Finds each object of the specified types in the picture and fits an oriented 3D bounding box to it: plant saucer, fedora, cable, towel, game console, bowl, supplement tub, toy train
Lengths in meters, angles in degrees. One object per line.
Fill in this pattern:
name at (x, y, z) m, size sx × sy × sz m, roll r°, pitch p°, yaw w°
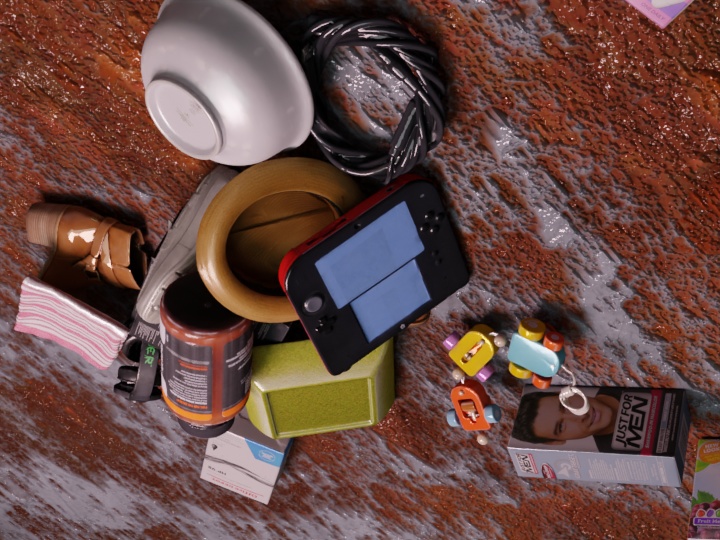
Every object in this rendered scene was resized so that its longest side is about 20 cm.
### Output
plant saucer at (-0.052, 0.155, 1.421) m, size 0.199 × 0.048 × 0.200 m, roll -7°, pitch 147°, yaw -2°
fedora at (-0.089, -0.040, 1.219) m, size 0.201 × 0.200 × 0.082 m, roll 53°, pitch 173°, yaw -30°
cable at (0.010, -0.172, 1.131) m, size 0.162 × 0.051 × 0.201 m, roll -1°, pitch 132°, yaw 19°
towel at (-0.382, 0.074, 1.468) m, size 0.146 × 0.030 × 0.200 m, roll 28°, pitch 156°, yaw -9°
game console at (0.019, 0.005, 1.222) m, size 0.031 × 0.200 × 0.177 m, roll 43°, pitch 163°, yaw 52°
bowl at (-0.152, -0.176, 1.126) m, size 0.201 × 0.090 × 0.202 m, roll 28°, pitch 147°, yaw 20°
supplement tub at (-0.177, 0.104, 1.286) m, size 0.106 × 0.107 × 0.201 m, roll 16°, pitch 132°, yaw 9°
toy train at (0.180, 0.124, 1.335) m, size 0.199 × 0.056 × 0.151 m, roll -16°, pitch 105°, yaw 40°

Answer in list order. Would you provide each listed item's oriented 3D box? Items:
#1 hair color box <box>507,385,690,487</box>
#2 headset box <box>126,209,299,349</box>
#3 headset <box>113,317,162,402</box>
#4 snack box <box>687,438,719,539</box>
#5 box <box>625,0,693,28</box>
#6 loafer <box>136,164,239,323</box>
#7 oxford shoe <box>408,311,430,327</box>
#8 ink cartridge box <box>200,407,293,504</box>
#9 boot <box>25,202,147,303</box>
hair color box at (0.287, 0.197, 1.347) m, size 0.199 × 0.099 × 0.061 m, roll -1°, pitch 134°, yaw 27°
headset box at (-0.174, 0.046, 1.411) m, size 0.199 × 0.093 × 0.174 m, roll 26°, pitch 139°, yaw -3°
headset at (-0.288, 0.127, 1.545) m, size 0.094 × 0.124 × 0.200 m, roll 10°, pitch 159°, yaw -17°
snack box at (0.489, 0.266, 1.291) m, size 0.199 × 0.143 × 0.053 m, roll -4°, pitch 133°, yaw 28°
box at (0.229, -0.315, 0.826) m, size 0.176 × 0.097 × 0.200 m, roll 33°, pitch 138°, yaw -11°
loafer at (-0.196, -0.030, 1.289) m, size 0.070 × 0.200 × 0.070 m, roll 39°, pitch -177°, yaw 35°
oxford shoe at (0.000, 0.000, 1.299) m, size 0.199 × 0.071 × 0.071 m, roll 29°, pitch 134°, yaw -5°
ink cartridge box at (-0.170, 0.278, 1.679) m, size 0.115 × 0.067 × 0.200 m, roll 21°, pitch 140°, yaw 2°
boot at (-0.347, 0.004, 1.462) m, size 0.154 × 0.074 × 0.201 m, roll 13°, pitch 138°, yaw 15°
